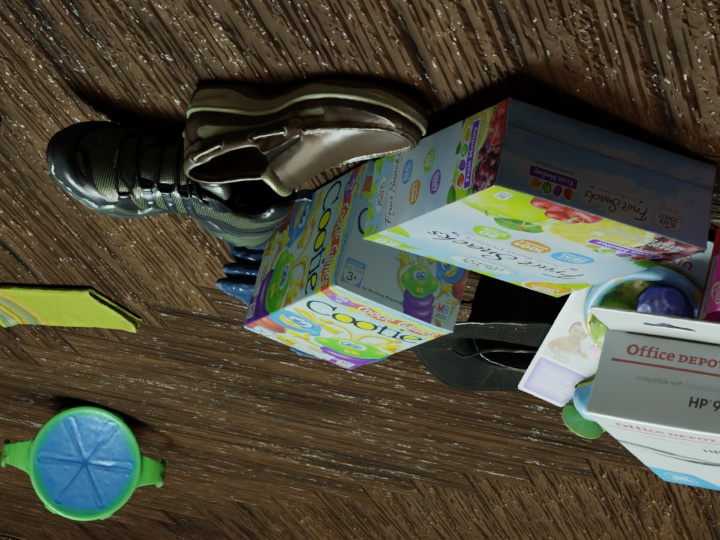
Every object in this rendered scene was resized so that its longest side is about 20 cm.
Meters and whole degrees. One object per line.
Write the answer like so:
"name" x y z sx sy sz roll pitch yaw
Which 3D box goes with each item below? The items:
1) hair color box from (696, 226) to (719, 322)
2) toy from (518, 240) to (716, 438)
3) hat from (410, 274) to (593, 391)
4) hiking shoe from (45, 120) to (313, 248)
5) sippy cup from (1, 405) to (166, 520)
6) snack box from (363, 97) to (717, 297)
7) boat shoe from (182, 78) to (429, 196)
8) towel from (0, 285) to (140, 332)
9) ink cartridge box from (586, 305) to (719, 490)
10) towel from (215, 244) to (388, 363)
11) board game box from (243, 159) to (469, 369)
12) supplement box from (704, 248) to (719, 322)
"hair color box" 0.339 0.042 1.609 0.199 0.102 0.061 20 163 -13
"toy" 0.202 0.054 1.684 0.114 0.047 0.201 24 132 -3
"hat" 0.131 0.041 1.822 0.199 0.082 0.201 7 162 2
"hiking shoe" -0.137 -0.079 1.739 0.198 0.076 0.101 14 156 -23
"sippy cup" -0.335 0.233 2.770 0.178 0.140 0.130 43 170 -3
"snack box" 0.120 -0.045 1.573 0.167 0.068 0.200 16 165 -22
"boat shoe" -0.042 -0.085 1.604 0.201 0.075 0.075 1 157 40
"towel" -0.321 0.038 2.328 0.199 0.018 0.086 1 158 39
"ink cartridge box" 0.234 0.095 1.587 0.115 0.067 0.200 8 162 32
"towel" -0.043 0.034 2.014 0.111 0.049 0.200 8 160 22
"board game box" 0.000 0.000 1.779 0.104 0.104 0.200 22 162 -17
"supplement box" 0.343 0.011 1.510 0.199 0.102 0.103 23 162 -18
